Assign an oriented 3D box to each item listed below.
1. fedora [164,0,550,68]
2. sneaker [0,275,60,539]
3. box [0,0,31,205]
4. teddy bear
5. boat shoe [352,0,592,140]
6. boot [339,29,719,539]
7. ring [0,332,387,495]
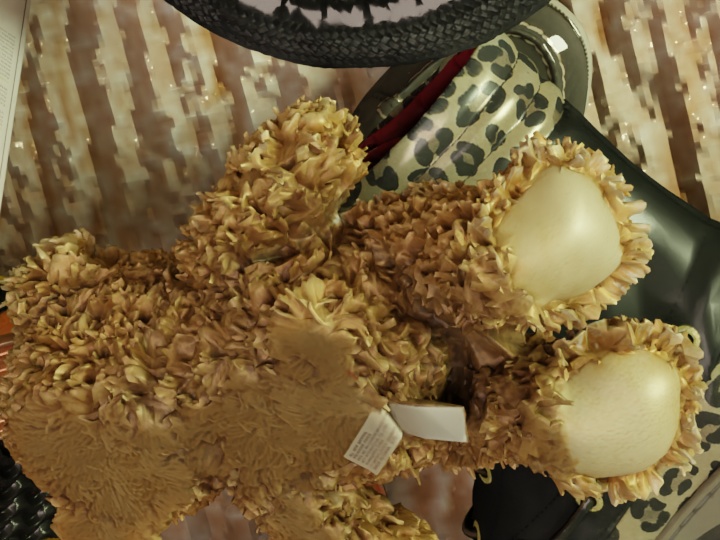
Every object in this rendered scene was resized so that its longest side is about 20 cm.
[{"bbox_3d":[0.002,-0.161,0.785,0.200,0.092,0.201,4,106,14],"label":"fedora"},{"bbox_3d":[-0.137,0.081,0.948,0.090,0.070,0.201,37,130,31],"label":"sneaker"},{"bbox_3d":[-0.149,-0.009,0.830,0.036,0.200,0.144,30,118,-18],"label":"box"},{"bbox_3d":[-0.002,0.022,0.769,0.200,0.067,0.145,-29,110,34],"label":"teddy bear"},{"bbox_3d":[0.000,0.000,0.873,0.067,0.057,0.200,40,116,-4],"label":"boat shoe"},{"bbox_3d":[0.035,0.036,0.835,0.154,0.074,0.204,40,120,-9],"label":"boot"},{"bbox_3d":[-0.089,0.093,0.884,0.200,0.019,0.201,-7,128,-9],"label":"ring"}]
